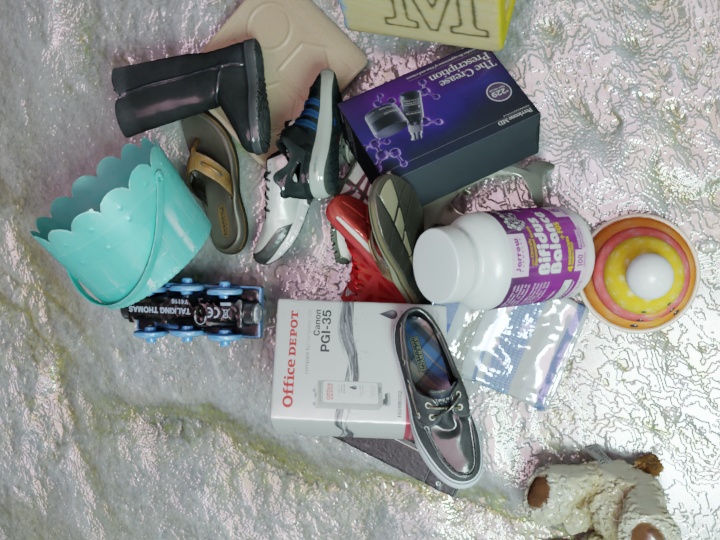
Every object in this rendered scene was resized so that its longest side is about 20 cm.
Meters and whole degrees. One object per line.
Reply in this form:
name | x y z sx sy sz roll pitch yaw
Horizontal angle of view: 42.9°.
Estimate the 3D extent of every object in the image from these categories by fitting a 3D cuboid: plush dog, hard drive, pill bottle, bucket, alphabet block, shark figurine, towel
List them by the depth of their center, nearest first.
pill bottle | 0.163 -0.014 1.047 0.112 0.199 0.113 15 108 55
alphabet block | 0.086 -0.395 1.057 0.199 0.197 0.196 13 73 14
plush dog | 0.307 0.322 1.099 0.199 0.160 0.173 15 112 41
towel | 0.171 0.076 1.137 0.199 0.024 0.148 22 97 -5
hard drive | 0.043 0.205 1.143 0.199 0.140 0.038 24 97 13
shark figurine | 0.126 -0.111 1.147 0.214 0.090 0.128 -26 119 22
bucket | -0.300 -0.057 1.167 0.207 0.208 0.135 -31 115 13

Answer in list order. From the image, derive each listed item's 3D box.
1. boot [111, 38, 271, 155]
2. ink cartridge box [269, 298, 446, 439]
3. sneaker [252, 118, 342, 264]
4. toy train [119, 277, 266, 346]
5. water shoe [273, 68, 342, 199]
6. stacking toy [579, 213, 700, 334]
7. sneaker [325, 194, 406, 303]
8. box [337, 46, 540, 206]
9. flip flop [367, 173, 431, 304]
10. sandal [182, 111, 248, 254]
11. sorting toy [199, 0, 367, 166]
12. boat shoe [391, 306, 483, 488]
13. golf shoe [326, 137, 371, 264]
boot | -0.220 -0.207 1.182 0.199 0.066 0.166 -9 66 7
ink cartridge box | -0.002 0.116 1.062 0.199 0.083 0.147 2 70 0
sneaker | -0.101 -0.105 1.193 0.080 0.074 0.201 24 91 -21
toy train | -0.215 0.051 1.216 0.199 0.114 0.087 1 93 15
water shoe | -0.066 -0.172 1.116 0.078 0.072 0.201 -5 50 11
stacking toy | 0.316 0.006 1.035 0.145 0.200 0.147 0 92 15
sneaker | 0.000 0.000 1.139 0.115 0.079 0.200 -33 121 24
box | 0.093 -0.169 1.092 0.199 0.079 0.142 -25 60 -8
flip flop | 0.041 -0.026 1.051 0.057 0.200 0.081 13 59 30
sandal | -0.204 -0.117 1.228 0.081 0.054 0.201 -7 95 40
sorting toy | -0.116 -0.268 1.225 0.200 0.036 0.185 -45 81 7
boat shoe | 0.084 0.131 0.978 0.069 0.066 0.201 -12 70 -6
golf shoe | 0.010 -0.102 1.176 0.088 0.077 0.201 11 95 8
